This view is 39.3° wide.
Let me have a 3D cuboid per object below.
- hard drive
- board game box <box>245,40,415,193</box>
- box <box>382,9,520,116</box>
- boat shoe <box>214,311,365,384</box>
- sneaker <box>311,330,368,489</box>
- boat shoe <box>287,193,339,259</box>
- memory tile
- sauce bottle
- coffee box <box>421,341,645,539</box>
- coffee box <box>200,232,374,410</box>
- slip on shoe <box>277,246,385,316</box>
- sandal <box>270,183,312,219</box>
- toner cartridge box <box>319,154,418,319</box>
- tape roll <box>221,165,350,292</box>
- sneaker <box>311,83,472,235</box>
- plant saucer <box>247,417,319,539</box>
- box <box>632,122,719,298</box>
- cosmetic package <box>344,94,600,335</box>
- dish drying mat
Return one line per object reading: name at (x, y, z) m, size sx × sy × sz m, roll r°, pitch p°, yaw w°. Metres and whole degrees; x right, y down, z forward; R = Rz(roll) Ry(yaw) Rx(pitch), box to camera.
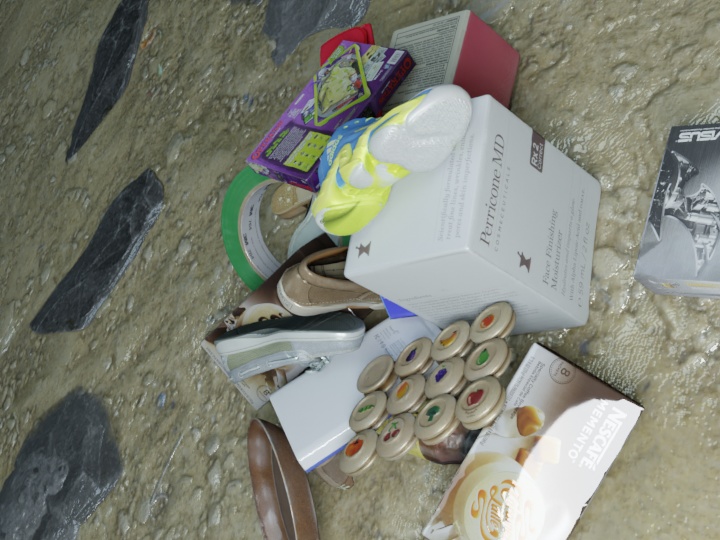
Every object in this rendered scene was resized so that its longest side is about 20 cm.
hard drive at (0.004, 0.121, 1.094) m, size 0.199 × 0.025 × 0.132 m, roll -33°, pitch 31°, yaw -3°
board game box at (-0.035, -0.185, 1.180) m, size 0.120 × 0.032 × 0.200 m, roll 24°, pitch 71°, yaw 41°
box at (0.094, -0.188, 1.203) m, size 0.127 × 0.109 × 0.201 m, roll -2°, pitch 67°, yaw 46°
boat shoe at (-0.078, 0.090, 1.143) m, size 0.201 × 0.074 × 0.065 m, roll -10°, pitch 102°, yaw 31°
sneaker at (-0.017, 0.160, 1.160) m, size 0.070 × 0.076 × 0.201 m, roll -14°, pitch 36°, yaw 32°
boat shoe at (-0.039, -0.066, 1.315) m, size 0.075 × 0.060 × 0.201 m, roll 24°, pitch 104°, yaw 15°
memory tile at (0.062, 0.112, 0.966) m, size 0.199 × 0.017 × 0.154 m, roll -29°, pitch 27°, yaw 35°
sauce bottle at (0.078, 0.168, 1.048) m, size 0.199 × 0.066 × 0.066 m, roll 14°, pitch 79°, yaw 51°
coffee box at (0.158, 0.179, 0.909) m, size 0.114 × 0.080 × 0.201 m, roll 32°, pitch 93°, yaw 17°
coffee box at (-0.085, 0.063, 1.225) m, size 0.113 × 0.080 × 0.200 m, roll 49°, pitch 119°, yaw 2°
slip on shoe at (0.000, 0.000, 1.132) m, size 0.076 × 0.199 × 0.061 m, roll 62°, pitch 140°, yaw 26°
sandal at (-0.062, -0.142, 1.378) m, size 0.211 × 0.069 × 0.078 m, roll -32°, pitch 48°, yaw 31°
toner cartridge box at (0.033, -0.056, 1.110) m, size 0.043 × 0.201 × 0.095 m, roll -11°, pitch 20°, yaw 37°
tape roll at (-0.078, -0.049, 1.259) m, size 0.200 × 0.201 × 0.048 m, roll -32°, pitch 3°, yaw 32°
sneaker at (0.019, -0.127, 0.960) m, size 0.200 × 0.076 × 0.105 m, roll -40°, pitch 43°, yaw 28°
plant saucer at (-0.085, 0.260, 1.125) m, size 0.200 × 0.034 × 0.202 m, roll 168°, pitch 90°, yaw -72°
box at (0.353, -0.053, 0.889) m, size 0.199 × 0.048 × 0.159 m, roll 5°, pitch 71°, yaw 49°
cosmetic package at (0.117, -0.044, 1.022) m, size 0.164 × 0.200 × 0.166 m, roll -11°, pitch 61°, yaw 44°
dish drying mat at (-0.014, -0.230, 1.236) m, size 0.076 × 0.018 × 0.201 m, roll -22°, pitch 46°, yaw 19°
